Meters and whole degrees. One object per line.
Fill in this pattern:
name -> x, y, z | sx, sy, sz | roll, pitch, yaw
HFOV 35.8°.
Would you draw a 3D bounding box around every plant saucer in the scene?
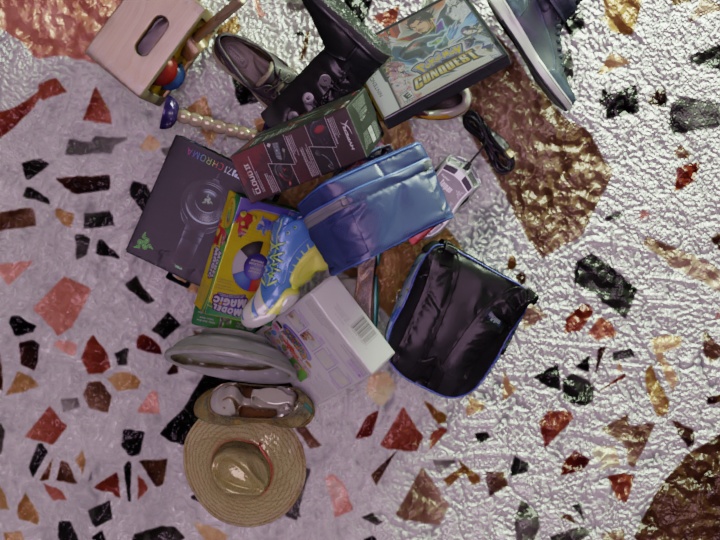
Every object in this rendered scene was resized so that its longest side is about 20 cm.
plant saucer -> -0.186, 0.121, 1.633 | 0.197, 0.200, 0.051 | 8, 75, 0

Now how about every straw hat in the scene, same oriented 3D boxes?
straw hat -> -0.183, 0.305, 1.691 | 0.198, 0.085, 0.205 | 0, 93, 1

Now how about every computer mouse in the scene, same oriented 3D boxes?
computer mouse -> 0.138, -0.134, 1.679 | 0.110, 0.044, 0.200 | 43, 94, 1

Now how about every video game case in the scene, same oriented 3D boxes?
video game case -> 0.094, -0.311, 1.619 | 0.198, 0.026, 0.182 | -28, 48, 3

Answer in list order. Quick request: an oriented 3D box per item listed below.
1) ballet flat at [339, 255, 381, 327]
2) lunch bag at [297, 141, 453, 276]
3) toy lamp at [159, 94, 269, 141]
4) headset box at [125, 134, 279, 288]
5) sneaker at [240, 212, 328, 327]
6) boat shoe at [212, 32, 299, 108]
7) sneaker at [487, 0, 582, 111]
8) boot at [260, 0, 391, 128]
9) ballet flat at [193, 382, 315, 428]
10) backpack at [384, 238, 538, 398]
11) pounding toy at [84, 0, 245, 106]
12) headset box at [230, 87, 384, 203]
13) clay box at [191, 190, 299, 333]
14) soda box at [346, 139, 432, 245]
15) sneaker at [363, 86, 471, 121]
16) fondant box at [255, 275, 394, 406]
ballet flat -> 0.000, 0.000, 1.684 | 0.066, 0.068, 0.203 | 4, 84, 5
lunch bag -> 0.022, -0.095, 1.517 | 0.198, 0.136, 0.134 | -27, 92, -26
toy lamp -> -0.197, -0.211, 1.664 | 0.197, 0.058, 0.059 | 13, 94, -10
headset box -> -0.233, -0.074, 1.664 | 0.172, 0.093, 0.202 | 26, 94, 0
sneaker -> -0.111, -0.015, 1.565 | 0.200, 0.076, 0.106 | -43, 108, -18
boat shoe -> -0.138, -0.286, 1.663 | 0.199, 0.065, 0.072 | 38, 92, -2
sneaker -> 0.300, -0.353, 1.646 | 0.145, 0.077, 0.204 | -32, 92, 5
boot -> -0.076, -0.290, 1.608 | 0.165, 0.066, 0.200 | 44, 115, 2
ballet flat -> -0.166, 0.196, 1.672 | 0.197, 0.071, 0.072 | 3, 94, 17
backpack -> 0.131, 0.078, 1.641 | 0.181, 0.147, 0.202 | 28, 90, -3
pounding toy -> -0.268, -0.340, 1.602 | 0.142, 0.184, 0.201 | 39, 93, -2
headset box -> -0.079, -0.169, 1.536 | 0.198, 0.149, 0.076 | -20, 104, 17
clay box -> -0.161, -0.003, 1.600 | 0.114, 0.047, 0.203 | 12, 99, -34
soda box -> 0.037, -0.133, 1.633 | 0.070, 0.063, 0.200 | -42, 89, 4
sneaker -> 0.066, -0.258, 1.649 | 0.197, 0.090, 0.076 | -2, 94, 1
fondant box -> -0.057, 0.107, 1.626 | 0.058, 0.200, 0.145 | -39, 92, -37
